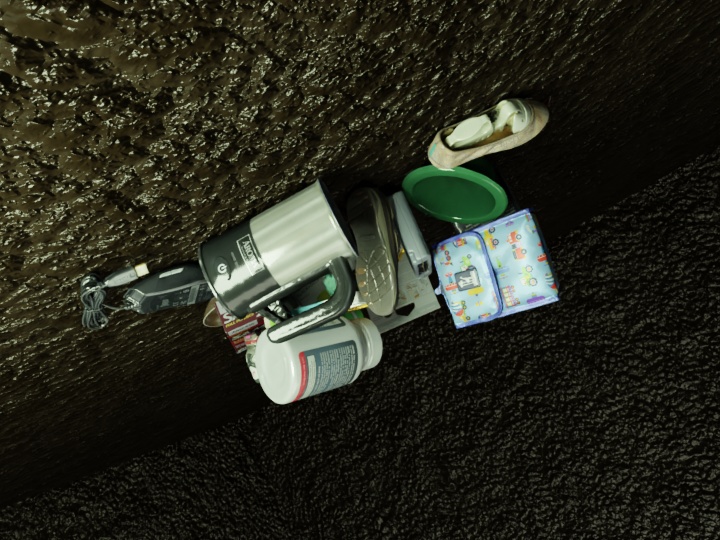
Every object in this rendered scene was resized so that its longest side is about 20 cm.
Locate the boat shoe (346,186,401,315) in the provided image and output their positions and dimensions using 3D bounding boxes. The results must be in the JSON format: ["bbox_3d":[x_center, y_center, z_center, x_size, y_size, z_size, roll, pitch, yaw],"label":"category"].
[{"bbox_3d":[0.036,-0.032,0.860,0.074,0.204,0.073,0,-168,39],"label":"boat shoe"}]

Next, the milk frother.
[{"bbox_3d":[-0.094,-0.008,0.782,0.186,0.183,0.200,-26,-171,5],"label":"milk frother"}]

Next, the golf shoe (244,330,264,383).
[{"bbox_3d":[-0.122,0.149,0.994,0.198,0.094,0.072,-2,173,-44],"label":"golf shoe"}]

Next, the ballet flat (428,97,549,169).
[{"bbox_3d":[0.190,-0.205,0.786,0.198,0.069,0.067,-28,160,-7],"label":"ballet flat"}]

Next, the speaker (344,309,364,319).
[{"bbox_3d":[-0.087,0.139,1.109,0.199,0.089,0.089,-40,172,-20],"label":"speaker"}]

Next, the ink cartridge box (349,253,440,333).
[{"bbox_3d":[0.067,0.030,1.196,0.198,0.176,0.043,-18,176,-35],"label":"ink cartridge box"}]

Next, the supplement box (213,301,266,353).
[{"bbox_3d":[-0.198,0.088,1.007,0.107,0.062,0.200,-24,166,-13],"label":"supplement box"}]

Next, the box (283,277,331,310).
[{"bbox_3d":[-0.124,0.074,1.156,0.116,0.060,0.200,-40,179,-35],"label":"box"}]

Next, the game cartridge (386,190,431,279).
[{"bbox_3d":[0.084,-0.063,0.963,0.040,0.135,0.200,-27,168,3],"label":"game cartridge"}]

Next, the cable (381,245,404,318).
[{"bbox_3d":[0.057,-0.004,1.099,0.050,0.204,0.096,7,180,40],"label":"cable"}]

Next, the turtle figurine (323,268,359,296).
[{"bbox_3d":[0.000,0.000,1.019,0.149,0.101,0.200,-34,-175,12],"label":"turtle figurine"}]

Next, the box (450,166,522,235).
[{"bbox_3d":[0.251,-0.073,1.052,0.122,0.201,0.200,-28,179,10],"label":"box"}]

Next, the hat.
[{"bbox_3d":[0.183,-0.193,0.916,0.197,0.179,0.166,14,160,2],"label":"hat"}]

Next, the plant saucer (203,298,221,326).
[{"bbox_3d":[-0.207,0.047,1.035,0.198,0.032,0.200,-25,167,-6],"label":"plant saucer"}]

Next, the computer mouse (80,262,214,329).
[{"bbox_3d":[-0.278,0.013,0.739,0.197,0.047,0.141,-16,159,-25],"label":"computer mouse"}]

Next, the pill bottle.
[{"bbox_3d":[-0.063,0.140,0.916,0.198,0.121,0.119,-7,158,-40],"label":"pill bottle"}]

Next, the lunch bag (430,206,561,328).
[{"bbox_3d":[0.218,0.000,0.928,0.197,0.153,0.094,-20,179,23],"label":"lunch bag"}]

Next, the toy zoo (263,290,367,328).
[{"bbox_3d":[-0.050,0.064,0.939,0.197,0.021,0.131,-16,172,13],"label":"toy zoo"}]
